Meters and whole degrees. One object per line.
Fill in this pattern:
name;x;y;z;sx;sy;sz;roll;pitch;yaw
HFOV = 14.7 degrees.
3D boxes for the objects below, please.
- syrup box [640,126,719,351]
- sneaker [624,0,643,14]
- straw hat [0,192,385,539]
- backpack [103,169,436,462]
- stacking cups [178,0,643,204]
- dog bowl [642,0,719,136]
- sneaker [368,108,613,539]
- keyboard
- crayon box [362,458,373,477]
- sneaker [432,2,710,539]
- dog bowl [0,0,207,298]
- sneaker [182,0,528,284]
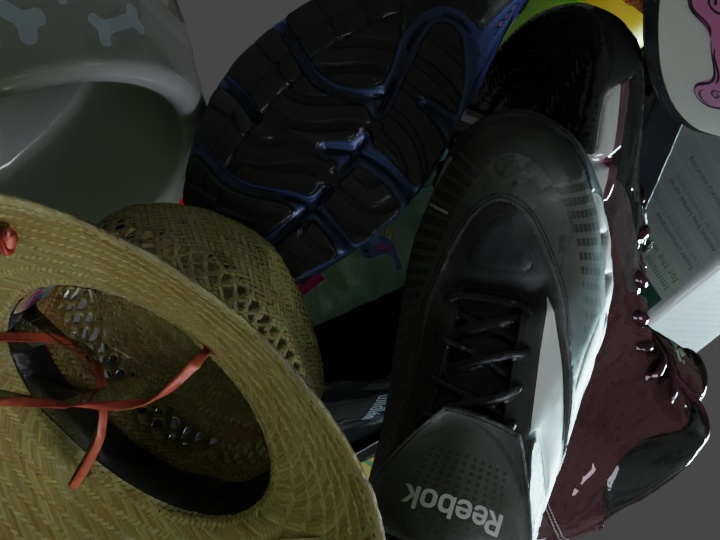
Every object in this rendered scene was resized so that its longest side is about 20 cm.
syrup box;0.143;-0.016;1.274;0.200;0.079;0.081;-40;157;27
sneaker;0.099;-0.156;0.911;0.073;0.077;0.200;-35;146;-28
straw hat;-0.059;0.028;0.874;0.085;0.201;0.201;-52;178;-40
backpack;0.000;0.000;1.063;0.199;0.127;0.167;-26;167;-11
stacking cups;0.021;-0.065;0.994;0.200;0.061;0.061;-29;161;-22
dog bowl;0.184;-0.119;0.922;0.200;0.074;0.201;-36;145;-30
sneaker;0.036;0.051;0.881;0.091;0.066;0.201;-66;169;-69
keyboard;0.096;-0.043;1.149;0.039;0.105;0.200;3;152;-6
crayon box;-0.031;0.088;1.263;0.127;0.051;0.200;-11;174;37
sneaker;0.082;0.006;0.977;0.115;0.076;0.201;4;112;-36
dog bowl;-0.138;-0.034;0.902;0.199;0.059;0.200;-26;159;-11
sneaker;0.016;-0.075;0.921;0.200;0.075;0.078;-52;172;-3
